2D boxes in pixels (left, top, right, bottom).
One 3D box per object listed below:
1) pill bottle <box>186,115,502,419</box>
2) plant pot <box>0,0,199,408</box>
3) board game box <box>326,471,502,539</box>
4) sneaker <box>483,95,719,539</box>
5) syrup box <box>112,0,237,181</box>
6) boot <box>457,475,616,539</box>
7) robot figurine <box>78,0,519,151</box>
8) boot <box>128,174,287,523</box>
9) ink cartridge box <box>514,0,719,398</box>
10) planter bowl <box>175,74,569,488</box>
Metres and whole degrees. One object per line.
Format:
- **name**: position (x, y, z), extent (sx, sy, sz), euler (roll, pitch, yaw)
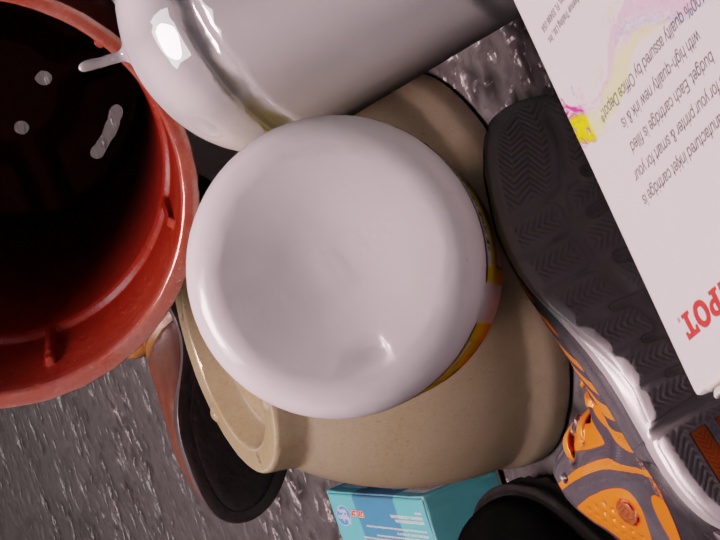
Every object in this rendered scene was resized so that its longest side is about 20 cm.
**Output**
- **pill bottle**: position (0.000, 0.000, 0.861), extent (0.200, 0.109, 0.110), euler (12, -123, -84)
- **plant pot**: position (-0.178, -0.064, 1.063), extent (0.195, 0.200, 0.201), euler (-101, 0, -69)
- **board game box**: position (0.056, 0.206, 1.173), extent (0.151, 0.047, 0.201), euler (-11, 98, 70)
- **sneaker**: position (0.095, 0.035, 0.867), extent (0.201, 0.077, 0.112), euler (64, 158, 18)
- **syrup box**: position (-0.084, -0.124, 1.189), extent (0.079, 0.081, 0.201), euler (17, 126, 68)
- **boot**: position (0.054, 0.166, 0.978), extent (0.211, 0.157, 0.080), euler (22, 128, 65)
- **robot figurine**: position (-0.014, -0.119, 0.852), extent (0.169, 0.200, 0.113), euler (32, -144, -52)
- **boot**: position (-0.110, 0.042, 1.203), extent (0.200, 0.068, 0.189), euler (-8, 102, 69)
- **ink cartridge box**: position (0.122, -0.080, 0.677), extent (0.201, 0.084, 0.145), euler (66, 160, 13)
- **planter bowl**: position (-0.008, 0.021, 1.045), extent (0.200, 0.134, 0.201), euler (54, 155, 39)
